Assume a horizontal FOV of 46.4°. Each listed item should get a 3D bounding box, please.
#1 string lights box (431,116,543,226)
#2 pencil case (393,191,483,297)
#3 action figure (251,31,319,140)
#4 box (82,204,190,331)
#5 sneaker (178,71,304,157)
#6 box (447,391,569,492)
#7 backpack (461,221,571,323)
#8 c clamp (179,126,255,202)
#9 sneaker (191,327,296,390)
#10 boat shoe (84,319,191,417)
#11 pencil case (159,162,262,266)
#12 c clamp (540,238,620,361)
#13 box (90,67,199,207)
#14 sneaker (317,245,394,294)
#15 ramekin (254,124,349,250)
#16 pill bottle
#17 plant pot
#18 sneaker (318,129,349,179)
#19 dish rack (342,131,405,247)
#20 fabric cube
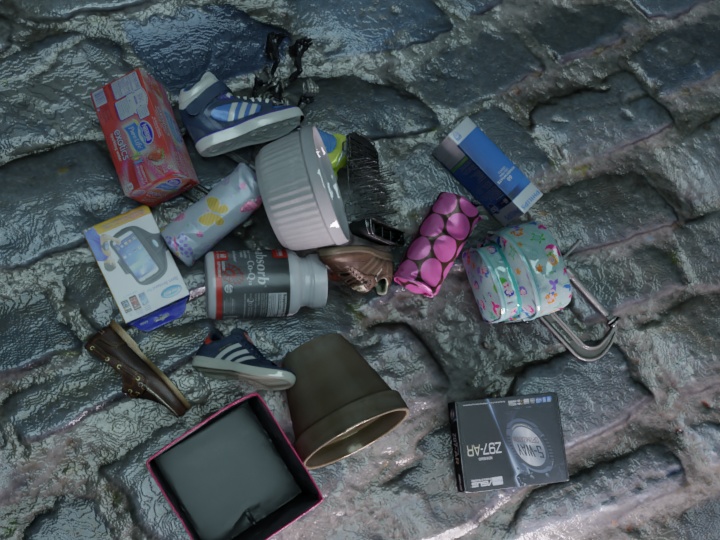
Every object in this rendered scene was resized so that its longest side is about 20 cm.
[{"bbox_3d":[0.234,-0.181,1.566,0.200,0.103,0.059,45,73,-1],"label":"string lights box"},{"bbox_3d":[0.143,-0.045,1.532,0.094,0.091,0.200,37,75,-21],"label":"pencil case"},{"bbox_3d":[-0.143,-0.333,1.515,0.119,0.102,0.200,12,75,-22],"label":"action figure"},{"bbox_3d":[-0.376,0.000,1.430,0.119,0.041,0.200,-26,83,-16],"label":"box"},{"bbox_3d":[-0.213,-0.291,1.449,0.200,0.081,0.147,-20,78,-11],"label":"sneaker"},{"bbox_3d":[0.265,0.307,1.509,0.199,0.044,0.161,-3,79,-13],"label":"box"},{"bbox_3d":[0.278,0.006,1.482,0.150,0.200,0.178,-19,90,-18],"label":"backpack"},{"bbox_3d":[-0.255,-0.193,1.490,0.200,0.027,0.171,26,87,-6],"label":"c clamp"},{"bbox_3d":[-0.187,0.140,1.388,0.200,0.075,0.085,8,63,28],"label":"sneaker"},{"bbox_3d":[-0.367,0.175,1.383,0.200,0.070,0.070,43,67,7],"label":"boat shoe"},{"bbox_3d":[-0.244,-0.095,1.429,0.200,0.091,0.083,-40,92,-3],"label":"pencil case"},{"bbox_3d":[0.423,0.064,1.599,0.171,0.027,0.200,-37,88,-16],"label":"c clamp"},{"bbox_3d":[-0.362,-0.223,1.418,0.102,0.095,0.200,-26,76,10],"label":"box"},{"bbox_3d":[0.000,0.000,1.450,0.200,0.070,0.076,8,79,-54],"label":"sneaker"},{"bbox_3d":[-0.096,-0.127,1.367,0.105,0.200,0.201,-16,83,5],"label":"ramekin"},{"bbox_3d":[-0.163,0.022,1.433,0.199,0.116,0.116,-3,80,-13],"label":"pill bottle"},{"bbox_3d":[-0.043,0.207,1.401,0.200,0.200,0.174,-22,68,-15],"label":"plant pot"},{"bbox_3d":[-0.099,-0.171,1.518,0.105,0.076,0.200,30,74,14],"label":"sneaker"},{"bbox_3d":[0.022,-0.145,1.494,0.054,0.153,0.201,-8,79,23],"label":"dish rack"},{"bbox_3d":[-0.202,0.325,1.323,0.196,0.199,0.200,-31,87,-15],"label":"fabric cube"}]
